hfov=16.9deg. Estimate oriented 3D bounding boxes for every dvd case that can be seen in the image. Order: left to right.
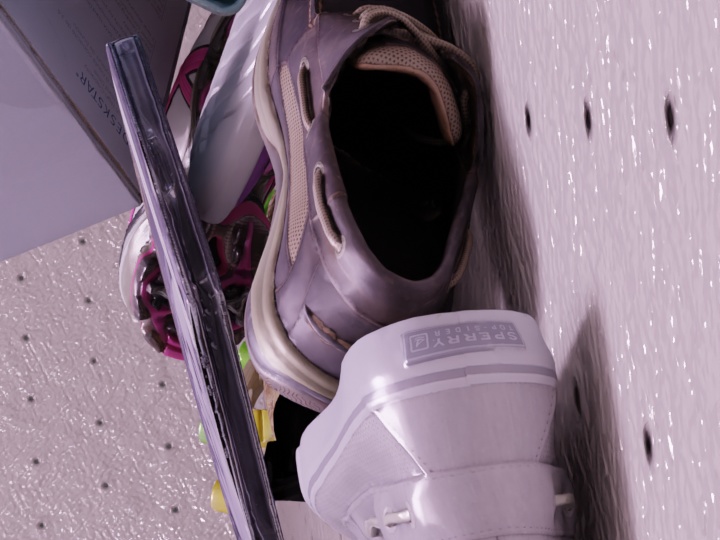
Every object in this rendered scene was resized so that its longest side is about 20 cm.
[{"bbox_3d":[-0.053,0.037,0.869,0.149,0.016,0.200,-112,9,-48],"label":"dvd case"}]

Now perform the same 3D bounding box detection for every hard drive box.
[{"bbox_3d":[-0.144,-0.131,1.000,0.156,0.077,0.200,56,-155,-32],"label":"hard drive box"}]

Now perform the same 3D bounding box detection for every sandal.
[{"bbox_3d":[-0.013,-0.103,0.890,0.082,0.050,0.203,130,159,-57],"label":"sandal"}]

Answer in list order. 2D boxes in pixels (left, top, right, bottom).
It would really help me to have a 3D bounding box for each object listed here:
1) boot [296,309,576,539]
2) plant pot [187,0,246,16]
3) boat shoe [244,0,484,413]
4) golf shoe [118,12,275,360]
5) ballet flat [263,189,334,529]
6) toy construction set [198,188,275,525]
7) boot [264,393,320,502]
[{"bbox_3d":[0.023,0.083,0.681,0.200,0.073,0.096,89,173,-74],"label":"boot"},{"bbox_3d":[-0.073,-0.188,0.875,0.200,0.141,0.142,-85,20,-82],"label":"plant pot"},{"bbox_3d":[0.011,-0.044,0.767,0.073,0.074,0.200,-52,29,43],"label":"boat shoe"},{"bbox_3d":[-0.056,-0.066,1.047,0.200,0.072,0.092,-63,27,13],"label":"golf shoe"},{"bbox_3d":[-0.008,0.019,1.036,0.065,0.070,0.200,101,161,-47],"label":"ballet flat"},{"bbox_3d":[-0.036,0.031,1.224,0.200,0.092,0.131,104,-175,-56],"label":"toy construction set"},{"bbox_3d":[0.000,0.000,0.907,0.200,0.069,0.175,167,107,-74],"label":"boot"}]
